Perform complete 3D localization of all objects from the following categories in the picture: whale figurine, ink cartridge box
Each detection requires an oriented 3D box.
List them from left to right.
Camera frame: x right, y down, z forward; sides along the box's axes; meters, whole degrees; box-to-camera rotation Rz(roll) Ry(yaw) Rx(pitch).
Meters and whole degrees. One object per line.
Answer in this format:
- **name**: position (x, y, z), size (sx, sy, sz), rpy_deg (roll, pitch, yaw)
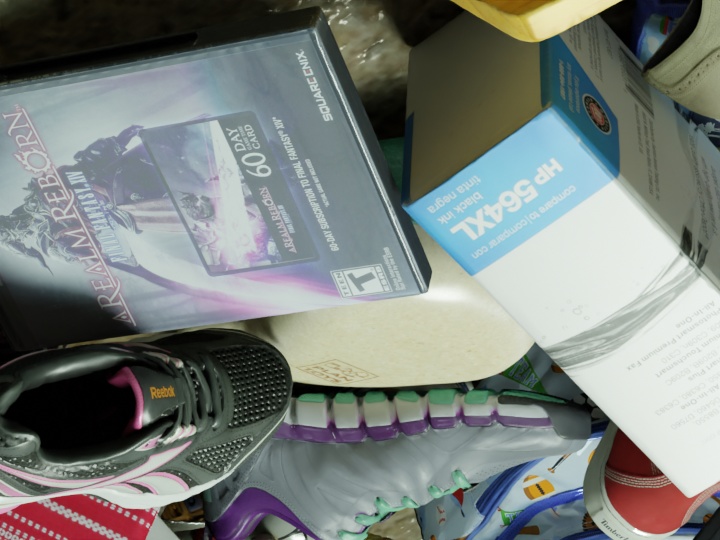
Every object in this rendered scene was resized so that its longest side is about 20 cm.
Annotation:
- **whale figurine**: position (0.000, 0.000, 1.255), size (0.159, 0.104, 0.200), rpy_deg (22, 152, -35)
- **ink cartridge box**: position (0.113, -0.019, 1.152), size (0.084, 0.146, 0.200), rpy_deg (-35, 114, 21)

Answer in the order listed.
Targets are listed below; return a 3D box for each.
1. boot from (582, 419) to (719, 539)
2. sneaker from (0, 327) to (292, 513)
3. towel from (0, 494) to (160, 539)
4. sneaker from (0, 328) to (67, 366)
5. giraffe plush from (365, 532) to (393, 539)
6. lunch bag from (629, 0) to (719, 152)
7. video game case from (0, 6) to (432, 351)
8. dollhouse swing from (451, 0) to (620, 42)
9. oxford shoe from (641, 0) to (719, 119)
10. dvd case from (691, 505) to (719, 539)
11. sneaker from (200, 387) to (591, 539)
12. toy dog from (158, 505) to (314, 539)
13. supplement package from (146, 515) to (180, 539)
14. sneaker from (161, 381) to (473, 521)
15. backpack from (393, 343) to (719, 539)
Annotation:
- **boot**: position (0.189, 0.030, 1.286), size (0.072, 0.200, 0.144), rpy_deg (30, 145, -13)
- **sneaker**: position (-0.102, 0.066, 1.157), size (0.200, 0.080, 0.086), rpy_deg (-15, 173, -41)
- **towel**: position (-0.179, 0.144, 1.157), size (0.145, 0.200, 0.022), rpy_deg (32, 157, -21)
- **sneaker**: position (-0.182, 0.055, 1.233), size (0.081, 0.075, 0.200), rpy_deg (11, 135, -38)
- **giraffe plush**: position (-0.049, 0.236, 1.503), size (0.172, 0.200, 0.162), rpy_deg (-6, 167, -9)
- **lunch bag**: position (0.208, -0.092, 1.244), size (0.200, 0.094, 0.151), rpy_deg (-3, 144, -3)
- **video game case**: position (-0.086, -0.034, 1.100), size (0.200, 0.019, 0.143), rpy_deg (-9, 128, 20)
- **dollhouse swing**: position (0.070, -0.159, 0.921), size (0.182, 0.176, 0.200), rpy_deg (-27, 130, 9)
- **oxford shoe**: position (0.180, -0.153, 1.117), size (0.074, 0.071, 0.200), rpy_deg (19, 111, 0)
- **dvd case**: position (0.255, 0.058, 1.306), size (0.143, 0.018, 0.200), rpy_deg (-22, 152, -47)
- **sneaker**: position (0.015, 0.102, 1.282), size (0.200, 0.088, 0.074), rpy_deg (-1, 177, 14)
- **toy dog**: position (-0.115, 0.163, 1.358), size (0.200, 0.132, 0.096), rpy_deg (-49, 180, 36)
- **supplement package**: position (-0.129, 0.191, 1.257), size (0.110, 0.200, 0.114), rpy_deg (-46, -173, -36)
- **sneaker**: position (-0.022, 0.108, 1.400), size (0.200, 0.075, 0.088), rpy_deg (-21, -175, 32)
- **backpack**: position (0.131, 0.112, 1.423), size (0.200, 0.154, 0.191), rpy_deg (-5, 141, -21)
